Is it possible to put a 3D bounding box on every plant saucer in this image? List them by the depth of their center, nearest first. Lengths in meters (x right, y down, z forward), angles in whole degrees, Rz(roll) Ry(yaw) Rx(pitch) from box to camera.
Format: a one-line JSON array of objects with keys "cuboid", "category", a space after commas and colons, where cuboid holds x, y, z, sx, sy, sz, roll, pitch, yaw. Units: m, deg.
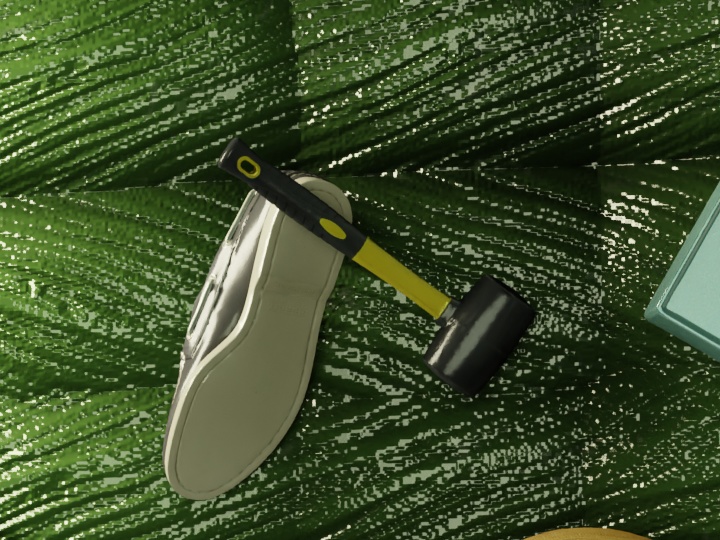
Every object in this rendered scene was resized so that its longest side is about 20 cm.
[{"cuboid": [0.235, -0.044, 1.439, 0.070, 0.019, 0.201, 30, 92, 15], "category": "plant saucer"}]

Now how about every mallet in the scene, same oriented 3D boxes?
[{"cuboid": [0.000, 0.000, 1.453, 0.199, 0.041, 0.066, 29, 94, -8], "category": "mallet"}]

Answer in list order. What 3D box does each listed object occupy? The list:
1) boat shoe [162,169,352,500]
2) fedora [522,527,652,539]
[{"cuboid": [-0.066, 0.035, 1.502, 0.063, 0.072, 0.201, 33, 102, 58], "category": "boat shoe"}, {"cuboid": [0.124, 0.235, 1.409, 0.199, 0.082, 0.202, 0, 89, 19], "category": "fedora"}]
